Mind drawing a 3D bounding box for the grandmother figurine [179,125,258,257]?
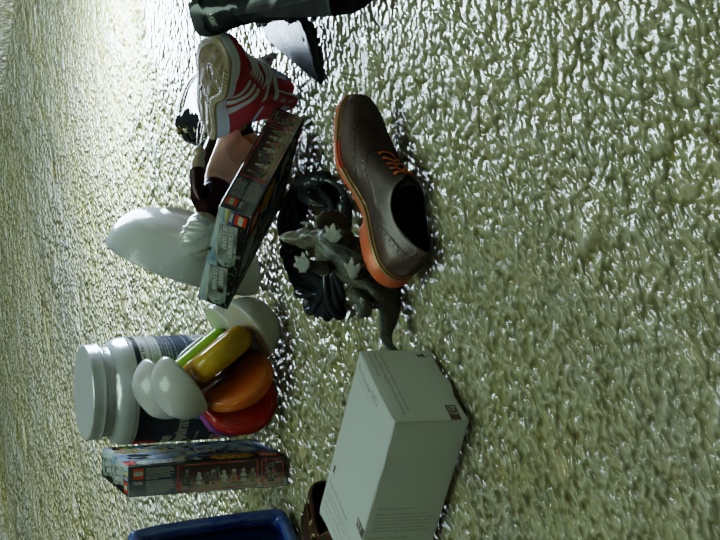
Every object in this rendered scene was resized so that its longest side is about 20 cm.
[{"bbox_3d":[-0.169,-0.093,1.817,0.060,0.121,0.201,-29,31,39],"label":"grandmother figurine"}]

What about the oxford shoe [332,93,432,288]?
[{"bbox_3d":[0.029,-0.089,1.460,0.072,0.071,0.202,-36,64,48],"label":"oxford shoe"}]

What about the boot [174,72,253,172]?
[{"bbox_3d":[-0.193,-0.172,1.965,0.150,0.072,0.202,-168,82,-66],"label":"boot"}]

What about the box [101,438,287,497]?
[{"bbox_3d":[-0.203,0.239,1.841,0.137,0.198,0.040,-173,83,-68],"label":"box"}]

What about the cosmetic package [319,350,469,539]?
[{"bbox_3d":[0.029,0.186,1.435,0.113,0.080,0.202,-121,36,-53],"label":"cosmetic package"}]

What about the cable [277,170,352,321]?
[{"bbox_3d":[-0.046,-0.027,1.663,0.200,0.050,0.165,-179,80,-71],"label":"cable"}]

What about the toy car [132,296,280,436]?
[{"bbox_3d":[-0.170,0.134,1.854,0.150,0.175,0.200,53,158,-10],"label":"toy car"}]

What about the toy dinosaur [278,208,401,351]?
[{"bbox_3d":[0.000,0.000,1.494,0.200,0.102,0.077,39,111,17],"label":"toy dinosaur"}]

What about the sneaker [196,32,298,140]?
[{"bbox_3d":[-0.124,-0.224,1.720,0.072,0.112,0.200,64,164,14],"label":"sneaker"}]

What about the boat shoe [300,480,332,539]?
[{"bbox_3d":[-0.018,0.287,1.564,0.200,0.070,0.071,-138,47,-60],"label":"boat shoe"}]

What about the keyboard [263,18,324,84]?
[{"bbox_3d":[-0.076,-0.291,1.750,0.200,0.039,0.105,46,155,57],"label":"keyboard"}]

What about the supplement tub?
[{"bbox_3d":[-0.267,0.156,1.992,0.140,0.198,0.142,179,90,-67],"label":"supplement tub"}]

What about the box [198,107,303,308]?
[{"bbox_3d":[-0.122,-0.072,1.703,0.201,0.040,0.138,-67,-4,-49],"label":"box"}]

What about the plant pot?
[{"bbox_3d":[-0.159,0.418,1.760,0.201,0.198,0.181,-119,29,-47],"label":"plant pot"}]

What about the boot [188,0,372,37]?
[{"bbox_3d":[-0.061,-0.304,1.584,0.199,0.165,0.066,-5,123,42],"label":"boot"}]

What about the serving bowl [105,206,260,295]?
[{"bbox_3d":[-0.211,-0.034,1.873,0.200,0.199,0.066,36,108,62],"label":"serving bowl"}]
